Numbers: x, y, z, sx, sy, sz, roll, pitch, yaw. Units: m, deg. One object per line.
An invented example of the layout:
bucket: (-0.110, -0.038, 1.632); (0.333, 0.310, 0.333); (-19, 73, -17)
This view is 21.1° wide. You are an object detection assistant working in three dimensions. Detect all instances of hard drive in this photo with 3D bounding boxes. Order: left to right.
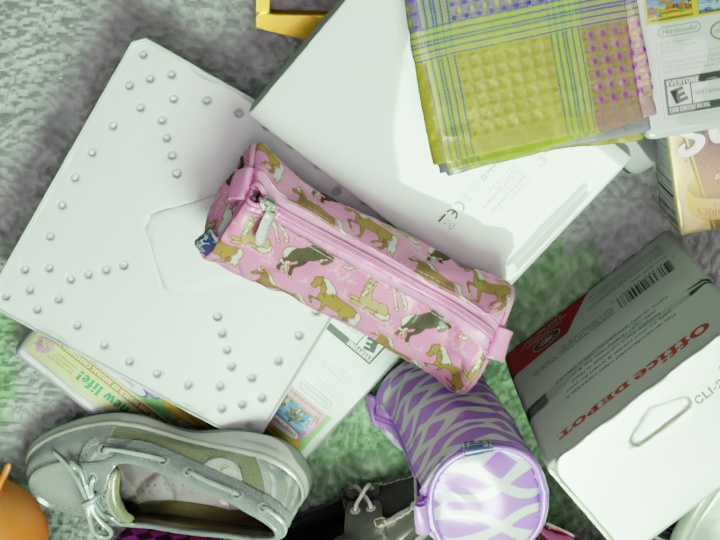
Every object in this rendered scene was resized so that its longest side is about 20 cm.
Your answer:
hard drive: (0.049, -0.087, 1.204); (0.200, 0.027, 0.132); (37, 112, -14)

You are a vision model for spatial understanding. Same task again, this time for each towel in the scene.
towel: (0.093, -0.162, 1.157); (0.143, 0.023, 0.200); (-13, 98, -10)

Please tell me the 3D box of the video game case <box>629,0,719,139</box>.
video game case: (0.260, -0.186, 1.189); (0.200, 0.023, 0.182); (-10, 105, -2)

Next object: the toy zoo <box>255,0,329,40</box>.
toy zoo: (0.000, -0.220, 1.222); (0.131, 0.020, 0.200); (2, 106, -4)

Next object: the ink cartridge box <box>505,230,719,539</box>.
ink cartridge box: (0.182, 0.073, 1.224); (0.144, 0.200, 0.084); (-39, 104, 9)

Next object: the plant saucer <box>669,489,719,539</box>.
plant saucer: (0.294, 0.170, 1.284); (0.200, 0.050, 0.200); (-20, 133, -22)

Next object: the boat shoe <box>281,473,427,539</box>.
boat shoe: (-0.028, 0.184, 1.316); (0.200, 0.067, 0.057); (-32, 110, 10)

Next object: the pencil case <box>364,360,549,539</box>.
pencil case: (0.060, 0.116, 1.233); (0.085, 0.200, 0.084); (-16, 106, -3)

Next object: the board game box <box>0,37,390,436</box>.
board game box: (-0.105, -0.019, 1.248); (0.200, 0.026, 0.200); (29, 100, -12)

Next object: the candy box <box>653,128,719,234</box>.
candy box: (0.242, -0.133, 1.242); (0.115, 0.055, 0.200); (-10, 106, -1)

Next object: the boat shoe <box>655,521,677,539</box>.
boat shoe: (0.269, 0.115, 1.313); (0.200, 0.062, 0.075); (-39, 106, 10)

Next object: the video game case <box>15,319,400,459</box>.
video game case: (-0.097, 0.048, 1.296); (0.200, 0.022, 0.182); (40, 100, -14)

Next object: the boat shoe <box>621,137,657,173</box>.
boat shoe: (0.112, -0.132, 1.228); (0.070, 0.071, 0.200); (-30, 117, 24)

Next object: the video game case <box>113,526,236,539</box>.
video game case: (-0.061, 0.261, 1.283); (0.200, 0.036, 0.182); (3, 116, 29)

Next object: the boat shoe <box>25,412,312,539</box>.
boat shoe: (-0.134, 0.143, 1.272); (0.201, 0.065, 0.075); (4, 127, 17)

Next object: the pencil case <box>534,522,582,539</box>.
pencil case: (0.145, 0.217, 1.285); (0.200, 0.091, 0.094); (25, 75, -48)

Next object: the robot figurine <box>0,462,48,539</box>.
robot figurine: (-0.260, 0.222, 1.289); (0.116, 0.144, 0.200); (-18, 112, -39)

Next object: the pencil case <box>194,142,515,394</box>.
pencil case: (0.000, 0.000, 1.198); (0.200, 0.087, 0.083); (29, 122, -8)
